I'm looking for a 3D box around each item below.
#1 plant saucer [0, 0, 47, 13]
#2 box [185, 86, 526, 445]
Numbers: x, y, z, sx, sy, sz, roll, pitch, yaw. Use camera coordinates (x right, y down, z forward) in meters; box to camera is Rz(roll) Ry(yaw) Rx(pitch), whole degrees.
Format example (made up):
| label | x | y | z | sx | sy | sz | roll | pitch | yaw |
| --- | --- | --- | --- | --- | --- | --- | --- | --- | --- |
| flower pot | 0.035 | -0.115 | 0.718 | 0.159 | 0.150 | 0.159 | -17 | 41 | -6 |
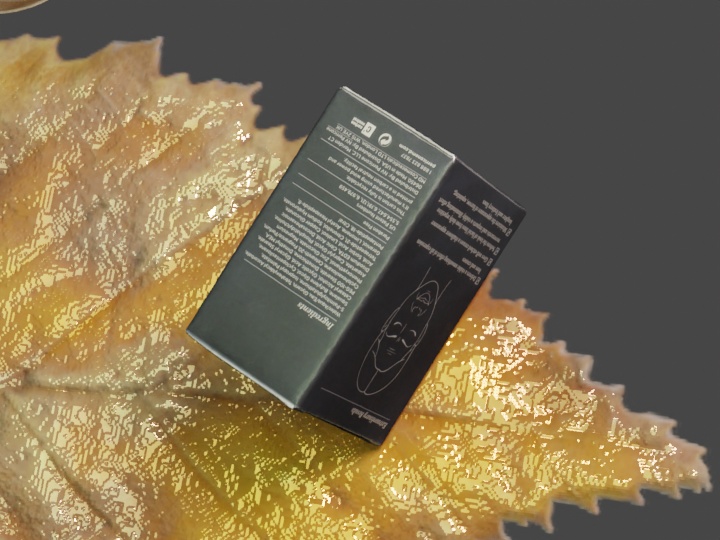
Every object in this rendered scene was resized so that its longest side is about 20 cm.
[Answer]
| label | x | y | z | sx | sy | sz | roll | pitch | yaw |
| --- | --- | --- | --- | --- | --- | --- | --- | --- | --- |
| plant saucer | -0.263 | -0.292 | 2.026 | 0.199 | 0.032 | 0.201 | -5 | 76 | 21 |
| box | 0.000 | 0.000 | 1.776 | 0.107 | 0.148 | 0.200 | 32 | 90 | 27 |
